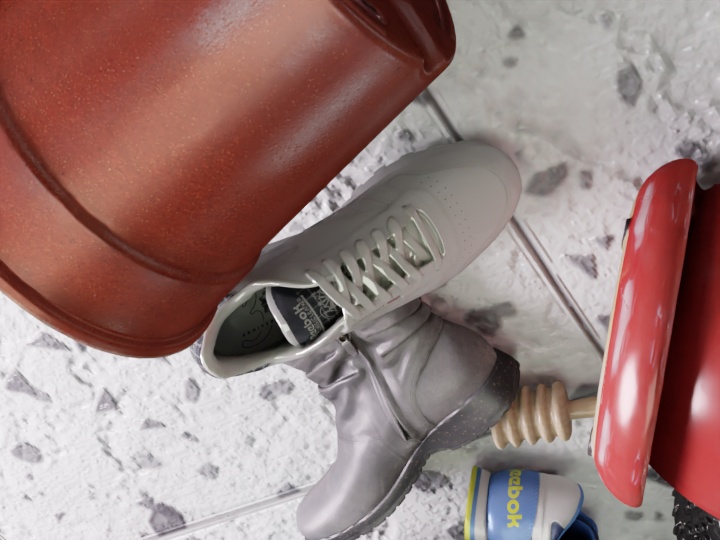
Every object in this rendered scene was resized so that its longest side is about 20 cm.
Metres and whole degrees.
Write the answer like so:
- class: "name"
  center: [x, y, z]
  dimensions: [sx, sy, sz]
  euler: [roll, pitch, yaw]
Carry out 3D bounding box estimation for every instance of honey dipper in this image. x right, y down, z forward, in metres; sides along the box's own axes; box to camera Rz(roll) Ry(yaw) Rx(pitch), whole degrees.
- class: "honey dipper"
  center: [0.177, 0.076, 0.845]
  dimensions: [0.198, 0.038, 0.038]
  euler: [-10, 129, 16]

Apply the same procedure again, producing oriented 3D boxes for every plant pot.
- class: "plant pot"
  center: [0.217, 0.038, 0.701]
  dimensions: [0.181, 0.201, 0.202]
  euler: [11, 133, 13]
- class: "plant pot"
  center: [-0.074, -0.097, 0.644]
  dimensions: [0.195, 0.201, 0.201]
  euler: [-37, 117, 25]

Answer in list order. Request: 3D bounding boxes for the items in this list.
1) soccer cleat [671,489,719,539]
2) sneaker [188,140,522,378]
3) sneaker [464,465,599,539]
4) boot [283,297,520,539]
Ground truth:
- class: "soccer cleat"
  center: [0.262, 0.214, 0.885]
  dimensions: [0.073, 0.201, 0.068]
  euler: [-17, 165, -20]
- class: "sneaker"
  center: [0.000, 0.000, 0.745]
  dimensions: [0.199, 0.081, 0.077]
  euler: [-30, 102, 4]
- class: "sneaker"
  center: [0.126, 0.211, 0.949]
  dimensions: [0.082, 0.074, 0.201]
  euler: [-8, 130, 14]
- class: "boot"
  center: [-0.009, 0.080, 0.869]
  dimensions: [0.131, 0.070, 0.200]
  euler: [35, 117, -17]
